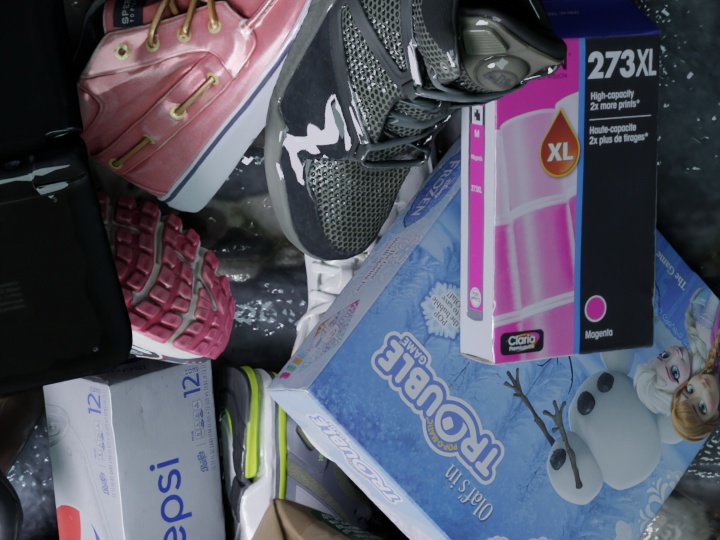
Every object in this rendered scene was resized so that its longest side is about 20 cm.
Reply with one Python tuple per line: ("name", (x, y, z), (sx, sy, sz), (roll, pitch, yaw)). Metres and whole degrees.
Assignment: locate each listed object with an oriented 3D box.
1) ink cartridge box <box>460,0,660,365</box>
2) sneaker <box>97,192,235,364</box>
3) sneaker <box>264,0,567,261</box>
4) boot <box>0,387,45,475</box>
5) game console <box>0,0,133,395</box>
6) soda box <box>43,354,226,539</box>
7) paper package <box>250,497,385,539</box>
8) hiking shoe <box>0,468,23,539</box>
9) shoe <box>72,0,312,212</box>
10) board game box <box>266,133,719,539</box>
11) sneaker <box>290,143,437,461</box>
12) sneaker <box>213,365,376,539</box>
("ink cartridge box", (0.094, -0.059, 1.328), (0.095, 0.037, 0.201), (-6, 99, -29))
("sneaker", (-0.158, 0.000, 1.429), (0.200, 0.081, 0.075), (21, 138, 9))
("sneaker", (0.023, -0.080, 1.271), (0.076, 0.114, 0.200), (1, 118, -41))
("boot", (-0.266, 0.129, 1.484), (0.064, 0.186, 0.200), (49, 127, 22))
("game console", (-0.221, -0.034, 1.320), (0.200, 0.116, 0.176), (-12, 122, 1))
("soda box", (-0.115, 0.142, 1.474), (0.063, 0.068, 0.201), (11, 111, 48))
("paper package", (-0.005, 0.240, 1.442), (0.103, 0.191, 0.200), (21, 170, 34))
("hiking shoe", (-0.267, 0.111, 1.388), (0.200, 0.101, 0.076), (21, 122, -5))
("shoe", (-0.075, -0.116, 1.345), (0.091, 0.072, 0.200), (24, 127, -19))
("board game box", (0.082, 0.049, 1.383), (0.200, 0.199, 0.043), (47, 158, -24))
("sneaker", (0.000, 0.000, 1.393), (0.073, 0.116, 0.200), (-1, 122, 7))
("sneaker", (-0.031, 0.146, 1.494), (0.081, 0.074, 0.201), (-5, 107, -16))
